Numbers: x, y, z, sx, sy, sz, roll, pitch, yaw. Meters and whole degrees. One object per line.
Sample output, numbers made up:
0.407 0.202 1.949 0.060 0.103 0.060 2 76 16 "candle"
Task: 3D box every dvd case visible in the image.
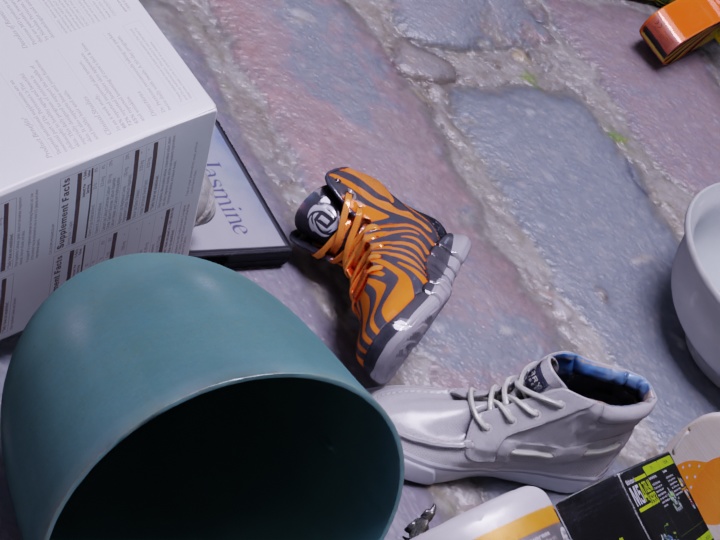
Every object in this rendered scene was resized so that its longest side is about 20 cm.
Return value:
-0.154 -0.055 1.413 0.200 0.018 0.143 -4 50 -40 "dvd case"

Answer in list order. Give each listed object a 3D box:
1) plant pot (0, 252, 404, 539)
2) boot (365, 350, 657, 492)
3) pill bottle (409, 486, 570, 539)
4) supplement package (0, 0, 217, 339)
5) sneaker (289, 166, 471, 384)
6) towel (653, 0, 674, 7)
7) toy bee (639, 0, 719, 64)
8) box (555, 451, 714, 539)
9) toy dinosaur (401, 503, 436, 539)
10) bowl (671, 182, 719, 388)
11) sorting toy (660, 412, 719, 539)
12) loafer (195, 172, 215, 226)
-0.100 0.085 1.161 0.201 0.201 0.161 5 33 -33 "plant pot"
0.090 0.084 1.376 0.200 0.096 0.074 8 44 -31 "boot"
0.090 0.227 1.175 0.116 0.116 0.200 -17 77 -46 "pill bottle"
-0.211 -0.065 1.222 0.200 0.151 0.152 -25 64 -26 "supplement package"
0.000 0.000 1.413 0.112 0.078 0.200 34 20 -2 "sneaker"
0.184 -0.278 1.915 0.200 0.018 0.086 8 41 -30 "towel"
0.319 -0.223 1.903 0.200 0.109 0.131 -10 72 -19 "toy bee"
0.190 0.203 1.253 0.193 0.048 0.200 61 14 8 "box"
0.041 0.194 1.264 0.088 0.047 0.200 49 42 8 "toy dinosaur"
0.301 0.037 1.592 0.201 0.090 0.201 21 38 -18 "bowl"
0.332 0.132 1.435 0.200 0.180 0.107 17 40 -20 "sorting toy"
-0.171 -0.092 1.382 0.200 0.070 0.070 43 2 19 "loafer"
